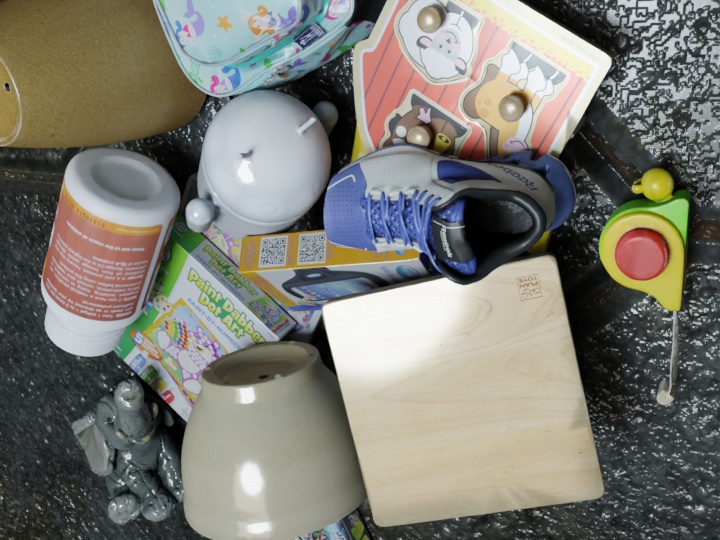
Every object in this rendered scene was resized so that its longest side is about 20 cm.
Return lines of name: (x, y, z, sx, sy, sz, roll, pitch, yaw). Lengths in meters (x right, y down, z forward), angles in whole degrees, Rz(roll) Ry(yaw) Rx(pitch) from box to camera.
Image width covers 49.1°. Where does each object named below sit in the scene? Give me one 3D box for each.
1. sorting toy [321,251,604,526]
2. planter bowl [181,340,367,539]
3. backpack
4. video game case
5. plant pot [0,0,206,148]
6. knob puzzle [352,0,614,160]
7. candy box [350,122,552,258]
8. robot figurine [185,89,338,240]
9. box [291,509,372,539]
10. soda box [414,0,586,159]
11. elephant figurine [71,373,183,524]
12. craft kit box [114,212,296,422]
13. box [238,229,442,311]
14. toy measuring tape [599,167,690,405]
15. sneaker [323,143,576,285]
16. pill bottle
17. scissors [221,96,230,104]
sorting toy: (0.089, 0.099, 0.676, 0.196, 0.070, 0.203, -12, 98, 16)
planter bowl: (-0.088, 0.152, 0.780, 0.197, 0.200, 0.138, -2, 104, 28)
backpack: (-0.091, -0.245, 0.666, 0.198, 0.150, 0.180, -21, 95, 40)
video game case: (-0.127, 0.006, 0.871, 0.198, 0.018, 0.145, 34, 123, 10)
plant pot: (-0.272, -0.194, 0.738, 0.183, 0.200, 0.190, 14, 121, 24)
knob puzzle: (0.071, -0.122, 0.626, 0.216, 0.030, 0.224, 12, 119, 23)
candy box: (0.080, -0.069, 0.717, 0.197, 0.026, 0.104, 24, 127, 16)
robot figurine: (-0.090, -0.091, 0.717, 0.113, 0.169, 0.200, 48, 163, -4)
box: (-0.069, 0.267, 0.948, 0.109, 0.035, 0.203, -18, 103, 32)
soda box: (0.102, -0.185, 0.638, 0.068, 0.064, 0.202, -29, 96, 34)
elephant figurine: (-0.280, 0.194, 0.970, 0.152, 0.142, 0.203, -11, 115, 15)
craft kit box: (-0.196, 0.062, 0.897, 0.199, 0.048, 0.198, 41, 121, 5)
box: (0.000, 0.000, 0.734, 0.196, 0.119, 0.042, -2, 69, 22)
toy measuring tape: (0.233, 0.014, 0.656, 0.072, 0.074, 0.204, 5, 114, 25)
sneaker: (0.054, -0.044, 0.585, 0.195, 0.115, 0.082, 0, 110, 22)
pill bottle: (-0.262, -0.013, 0.805, 0.111, 0.112, 0.202, 34, 123, 9)
scissors: (-0.170, -0.230, 0.792, 0.072, 0.014, 0.204, -6, 111, 29)
